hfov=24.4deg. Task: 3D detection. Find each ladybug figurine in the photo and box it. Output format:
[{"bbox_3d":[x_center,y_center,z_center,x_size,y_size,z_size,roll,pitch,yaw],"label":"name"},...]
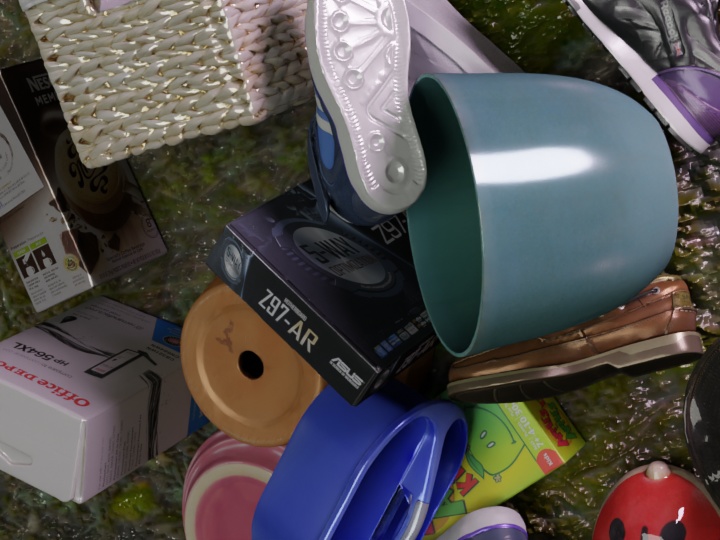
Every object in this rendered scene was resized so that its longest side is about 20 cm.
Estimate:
[{"bbox_3d":[0.238,0.249,1.303,0.134,0.072,0.203,-4,103,32],"label":"ladybug figurine"}]

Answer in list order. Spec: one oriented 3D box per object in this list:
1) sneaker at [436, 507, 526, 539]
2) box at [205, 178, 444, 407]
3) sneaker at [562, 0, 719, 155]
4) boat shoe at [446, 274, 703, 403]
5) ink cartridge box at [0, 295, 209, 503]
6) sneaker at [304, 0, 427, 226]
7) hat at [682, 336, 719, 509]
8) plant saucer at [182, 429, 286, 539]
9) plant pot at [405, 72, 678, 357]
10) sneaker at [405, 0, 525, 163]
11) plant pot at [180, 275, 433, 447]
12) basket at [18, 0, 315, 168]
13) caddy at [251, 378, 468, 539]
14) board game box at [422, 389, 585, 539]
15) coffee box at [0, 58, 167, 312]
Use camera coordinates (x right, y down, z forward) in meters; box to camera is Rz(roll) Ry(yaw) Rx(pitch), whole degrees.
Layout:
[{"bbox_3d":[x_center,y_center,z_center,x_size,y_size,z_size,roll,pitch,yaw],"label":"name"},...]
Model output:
[{"bbox_3d":[0.082,0.300,1.348,0.200,0.080,0.148,-52,36,41],"label":"sneaker"},{"bbox_3d":[0.000,0.000,1.288,0.160,0.199,0.044,43,128,12],"label":"box"},{"bbox_3d":[0.211,-0.187,1.196,0.087,0.076,0.201,-41,87,18],"label":"sneaker"},{"bbox_3d":[0.159,0.054,1.277,0.197,0.072,0.069,-12,74,9],"label":"boat shoe"},{"bbox_3d":[-0.238,0.108,1.462,0.145,0.200,0.085,20,114,23],"label":"ink cartridge box"},{"bbox_3d":[-0.013,-0.133,1.244,0.146,0.080,0.203,177,81,-72],"label":"sneaker"},{"bbox_3d":[0.319,0.134,1.201,0.198,0.081,0.203,9,114,20],"label":"hat"},{"bbox_3d":[-0.085,0.236,1.502,0.198,0.051,0.203,10,109,28],"label":"plant saucer"},{"bbox_3d":[0.132,-0.048,1.197,0.159,0.201,0.203,-7,106,-12],"label":"plant pot"},{"bbox_3d":[0.029,-0.161,1.297,0.200,0.074,0.116,45,119,8],"label":"sneaker"},{"bbox_3d":[-0.056,0.058,1.376,0.198,0.140,0.203,10,111,27],"label":"plant pot"},{"bbox_3d":[-0.125,-0.194,1.304,0.196,0.200,0.163,-11,102,33],"label":"basket"},{"bbox_3d":[0.007,0.177,1.305,0.105,0.141,0.202,35,105,33],"label":"caddy"},{"bbox_3d":[0.078,0.156,1.382,0.200,0.048,0.102,-38,85,33],"label":"board game box"},{"bbox_3d":[-0.268,-0.081,1.474,0.079,0.113,0.202,-22,94,33],"label":"coffee box"}]
